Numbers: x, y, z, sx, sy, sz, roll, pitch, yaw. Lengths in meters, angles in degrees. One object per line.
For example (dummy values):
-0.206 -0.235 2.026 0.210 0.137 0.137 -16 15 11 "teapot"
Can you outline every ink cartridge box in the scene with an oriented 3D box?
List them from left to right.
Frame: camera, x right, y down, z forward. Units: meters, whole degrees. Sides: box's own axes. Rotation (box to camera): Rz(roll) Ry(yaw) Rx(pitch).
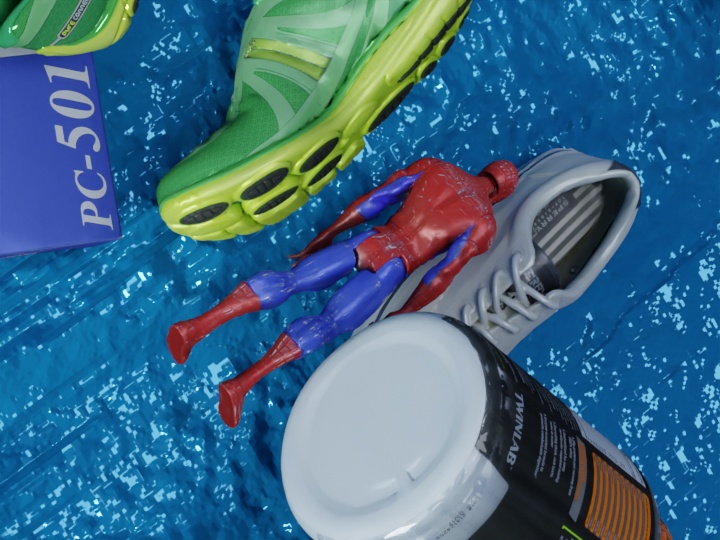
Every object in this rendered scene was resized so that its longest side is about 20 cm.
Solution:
-0.174 -0.105 1.210 0.094 0.044 0.201 -9 89 -28 "ink cartridge box"

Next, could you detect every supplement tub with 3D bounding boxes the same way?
0.063 0.114 1.256 0.200 0.122 0.123 40 67 -44 "supplement tub"

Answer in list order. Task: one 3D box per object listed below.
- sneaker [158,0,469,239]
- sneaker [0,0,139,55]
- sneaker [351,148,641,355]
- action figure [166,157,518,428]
-0.031 -0.093 1.276 0.083 0.074 0.200 40 72 14 "sneaker"
-0.155 -0.192 1.161 0.083 0.074 0.201 -17 93 -31 "sneaker"
0.064 0.010 1.316 0.073 0.071 0.200 46 69 -18 "sneaker"
0.000 0.000 1.276 0.200 0.052 0.065 -34 68 -21 "action figure"
